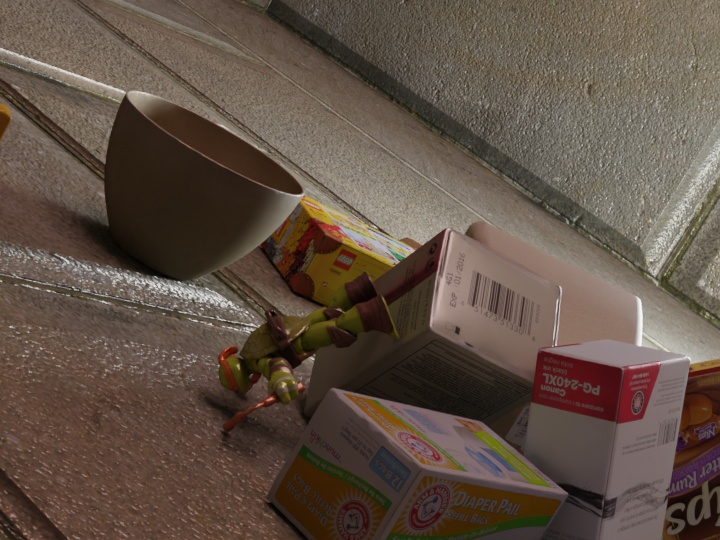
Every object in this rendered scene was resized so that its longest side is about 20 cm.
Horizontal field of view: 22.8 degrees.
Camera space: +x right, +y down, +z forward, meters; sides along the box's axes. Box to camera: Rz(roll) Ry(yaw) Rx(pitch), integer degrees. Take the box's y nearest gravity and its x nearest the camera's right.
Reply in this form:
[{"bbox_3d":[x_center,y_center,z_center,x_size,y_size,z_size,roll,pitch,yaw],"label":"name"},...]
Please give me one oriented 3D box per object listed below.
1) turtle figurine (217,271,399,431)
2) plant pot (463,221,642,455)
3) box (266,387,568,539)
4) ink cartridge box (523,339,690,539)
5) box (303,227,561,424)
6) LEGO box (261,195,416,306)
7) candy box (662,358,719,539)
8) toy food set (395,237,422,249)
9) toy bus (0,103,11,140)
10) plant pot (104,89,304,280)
[{"bbox_3d":[-0.056,0.058,1.474,0.064,0.161,0.200,64,-3,-10],"label":"turtle figurine"},{"bbox_3d":[0.154,0.107,1.728,0.200,0.200,0.177,25,22,-14],"label":"plant pot"},{"bbox_3d":[0.045,0.172,1.358,0.200,0.101,0.112,18,16,-49],"label":"box"},{"bbox_3d":[0.198,0.165,1.483,0.083,0.200,0.145,12,7,30],"label":"ink cartridge box"},{"bbox_3d":[0.062,0.070,1.549,0.128,0.200,0.109,27,53,-23],"label":"box"},{"bbox_3d":[0.000,0.000,2.066,0.200,0.077,0.149,25,13,-28],"label":"LEGO box"},{"bbox_3d":[0.334,0.191,1.712,0.116,0.200,0.056,-12,10,3],"label":"candy box"},{"bbox_3d":[0.109,0.024,2.260,0.200,0.049,0.198,37,-2,-1],"label":"toy food set"},{"bbox_3d":[-0.437,-0.170,1.706,0.200,0.065,0.078,24,11,-29],"label":"toy bus"},{"bbox_3d":[-0.175,-0.071,1.769,0.200,0.135,0.200,30,11,-6],"label":"plant pot"}]
